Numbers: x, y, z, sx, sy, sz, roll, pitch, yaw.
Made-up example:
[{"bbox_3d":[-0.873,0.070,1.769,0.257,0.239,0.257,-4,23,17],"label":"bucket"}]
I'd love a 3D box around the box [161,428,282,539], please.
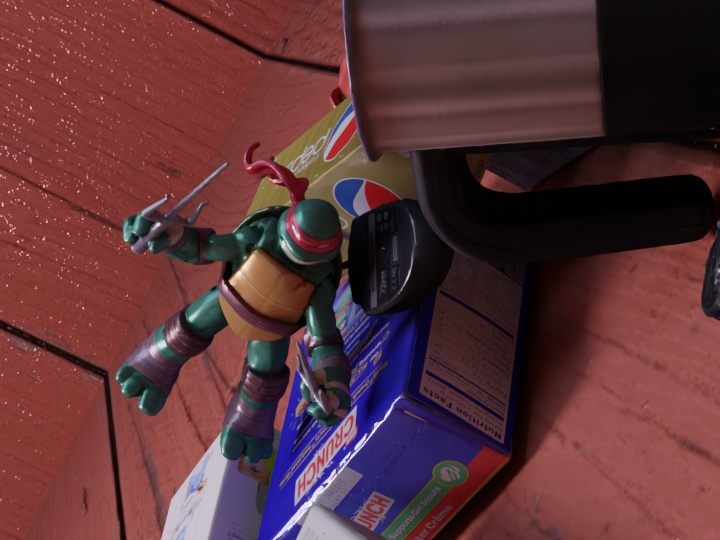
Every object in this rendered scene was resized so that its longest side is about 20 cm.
[{"bbox_3d":[-0.064,0.204,1.064,0.101,0.112,0.201,-52,17,37],"label":"box"}]

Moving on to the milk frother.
[{"bbox_3d":[0.089,-0.075,0.766,0.200,0.187,0.182,-54,-41,-76],"label":"milk frother"}]

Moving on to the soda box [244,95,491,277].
[{"bbox_3d":[0.003,-0.055,1.026,0.200,0.064,0.068,-34,29,57],"label":"soda box"}]

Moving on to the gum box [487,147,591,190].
[{"bbox_3d":[0.149,-0.156,1.077,0.171,0.044,0.200,-68,13,-20],"label":"gum box"}]

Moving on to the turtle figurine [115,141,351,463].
[{"bbox_3d":[-0.055,0.020,0.956,0.101,0.150,0.200,-42,-9,-41],"label":"turtle figurine"}]

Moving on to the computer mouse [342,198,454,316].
[{"bbox_3d":[0.000,0.000,0.987,0.200,0.034,0.059,-15,74,62],"label":"computer mouse"}]

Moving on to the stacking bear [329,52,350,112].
[{"bbox_3d":[0.044,-0.157,1.104,0.114,0.121,0.201,110,-177,-50],"label":"stacking bear"}]

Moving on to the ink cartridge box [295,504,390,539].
[{"bbox_3d":[0.000,0.207,0.853,0.145,0.083,0.200,-64,12,-4],"label":"ink cartridge box"}]

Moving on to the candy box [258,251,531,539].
[{"bbox_3d":[0.022,0.068,1.034,0.169,0.077,0.201,-50,17,38],"label":"candy box"}]
